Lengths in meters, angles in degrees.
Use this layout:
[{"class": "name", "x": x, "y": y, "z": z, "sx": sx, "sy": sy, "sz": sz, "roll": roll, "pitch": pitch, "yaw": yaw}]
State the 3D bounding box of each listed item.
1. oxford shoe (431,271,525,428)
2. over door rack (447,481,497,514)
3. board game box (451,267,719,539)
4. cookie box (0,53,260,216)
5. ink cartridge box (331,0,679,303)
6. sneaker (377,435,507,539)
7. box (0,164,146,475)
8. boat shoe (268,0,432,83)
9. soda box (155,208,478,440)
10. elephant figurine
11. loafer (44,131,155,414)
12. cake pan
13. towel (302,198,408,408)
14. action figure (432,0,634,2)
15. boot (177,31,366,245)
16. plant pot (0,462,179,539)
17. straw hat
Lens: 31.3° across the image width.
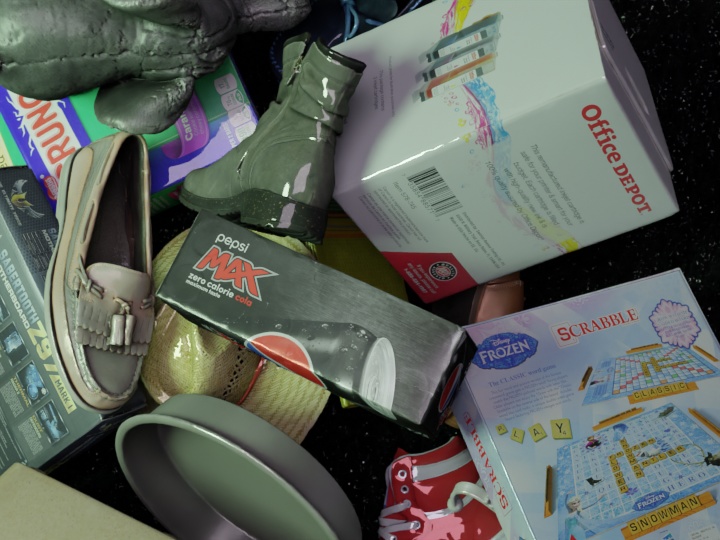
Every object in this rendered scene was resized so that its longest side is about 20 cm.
[{"class": "oxford shoe", "x": 0.097, "y": 0.024, "z": 0.968, "sx": 0.071, "sy": 0.071, "sz": 0.202, "roll": 23, "pitch": 76, "yaw": -24}, {"class": "over door rack", "x": 0.172, "y": 0.156, "z": 0.905, "sx": 0.199, "sy": 0.067, "sz": 0.148, "roll": 30, "pitch": 58, "yaw": 1}, {"class": "board game box", "x": 0.173, "y": 0.112, "z": 0.866, "sx": 0.198, "sy": 0.041, "sz": 0.201, "roll": -12, "pitch": 66, "yaw": -22}, {"class": "cookie box", "x": -0.190, "y": -0.126, "z": 1.002, "sx": 0.198, "sy": 0.075, "sz": 0.173, "roll": -25, "pitch": 80, "yaw": 0}, {"class": "ink cartridge box", "x": 0.096, "y": -0.099, "z": 0.889, "sx": 0.198, "sy": 0.145, "sz": 0.146, "roll": -20, "pitch": 48, "yaw": 21}, {"class": "sneaker", "x": 0.023, "y": 0.206, "z": 0.928, "sx": 0.199, "sy": 0.071, "sz": 0.113, "roll": -38, "pitch": 83, "yaw": -11}, {"class": "box", "x": -0.258, "y": 0.048, "z": 0.946, "sx": 0.157, "sy": 0.051, "sz": 0.201, "roll": -35, "pitch": 80, "yaw": 36}, {"class": "boat shoe", "x": 0.007, "y": -0.221, "z": 1.007, "sx": 0.200, "sy": 0.069, "sz": 0.084, "roll": -41, "pitch": 79, "yaw": -3}, {"class": "soda box", "x": -0.028, "y": 0.035, "z": 0.834, "sx": 0.198, "sy": 0.063, "sz": 0.071, "roll": 24, "pitch": 80, "yaw": 18}, {"class": "elephant figurine", "x": -0.152, "y": -0.169, "z": 0.896, "sx": 0.198, "sy": 0.142, "sz": 0.157, "roll": 11, "pitch": 75, "yaw": 10}, {"class": "loafer", "x": -0.173, "y": -0.005, "z": 0.886, "sx": 0.063, "sy": 0.071, "sz": 0.202, "roll": -28, "pitch": 58, "yaw": 39}, {"class": "cake pan", "x": -0.080, "y": 0.160, "z": 0.894, "sx": 0.199, "sy": 0.201, "sz": 0.037, "roll": 32, "pitch": 55, "yaw": 9}, {"class": "towel", "x": 0.000, "y": 0.000, "z": 0.971, "sx": 0.085, "sy": 0.018, "sz": 0.202, "roll": -5, "pitch": 77, "yaw": -37}, {"class": "action figure", "x": 0.121, "y": -0.192, "z": 0.972, "sx": 0.199, "sy": 0.119, "sz": 0.103, "roll": -31, "pitch": 73, "yaw": -7}, {"class": "boot", "x": -0.056, "y": -0.092, "z": 0.880, "sx": 0.067, "sy": 0.199, "sz": 0.132, "roll": 17, "pitch": 88, "yaw": -28}, {"class": "plant pot", "x": -0.208, "y": 0.248, "z": 0.886, "sx": 0.198, "sy": 0.200, "sz": 0.178, "roll": 23, "pitch": 73, "yaw": 8}, {"class": "straw hat", "x": -0.115, "y": 0.057, "z": 0.929, "sx": 0.199, "sy": 0.085, "sz": 0.204, "roll": -2, "pitch": 85, "yaw": 25}]
